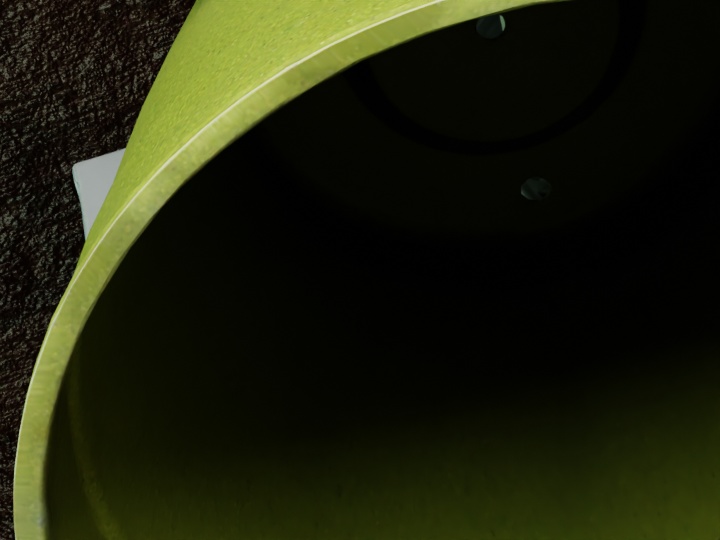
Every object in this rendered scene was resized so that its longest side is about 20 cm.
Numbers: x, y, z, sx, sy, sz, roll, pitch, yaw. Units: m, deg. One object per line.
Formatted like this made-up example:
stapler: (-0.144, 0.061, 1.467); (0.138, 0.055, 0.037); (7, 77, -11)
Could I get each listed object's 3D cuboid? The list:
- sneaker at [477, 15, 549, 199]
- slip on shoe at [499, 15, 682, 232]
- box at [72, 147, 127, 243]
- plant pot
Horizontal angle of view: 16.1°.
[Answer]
sneaker: (0.048, -0.104, 0.756); (0.200, 0.076, 0.114); (64, -169, 3)
slip on shoe: (0.080, -0.029, 0.655); (0.074, 0.061, 0.201); (64, -176, -72)
box: (0.000, 0.000, 0.983); (0.152, 0.199, 0.107); (-113, 5, -67)
plant pot: (0.036, -0.010, 0.510); (0.193, 0.199, 0.201); (-96, -9, -58)
